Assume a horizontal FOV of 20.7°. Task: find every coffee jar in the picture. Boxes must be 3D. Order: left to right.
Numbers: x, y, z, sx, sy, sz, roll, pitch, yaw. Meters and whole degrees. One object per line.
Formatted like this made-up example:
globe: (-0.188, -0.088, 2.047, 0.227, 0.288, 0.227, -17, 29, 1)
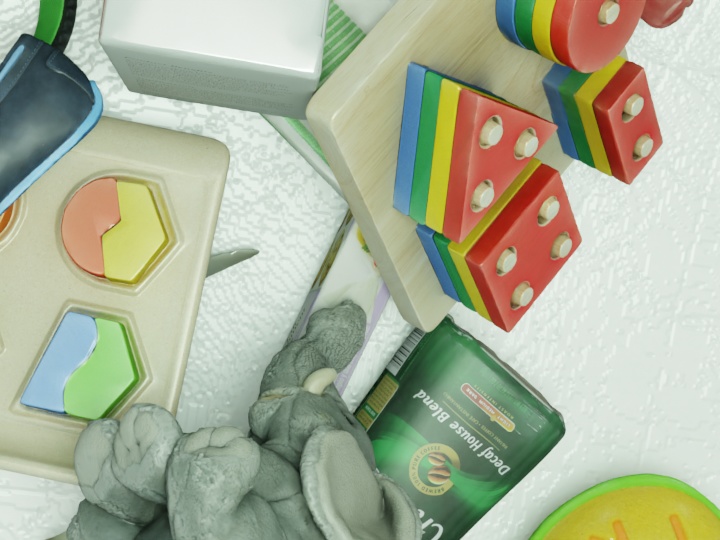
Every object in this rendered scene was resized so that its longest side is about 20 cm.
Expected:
coffee jar: (0.018, 0.129, 1.130, 0.104, 0.085, 0.200, 40, 90, -13)

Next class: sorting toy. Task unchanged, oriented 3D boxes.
sorting toy: (-0.178, 0.006, 1.051, 0.184, 0.036, 0.201, 11, 79, 2)
sorting toy: (0.084, -0.083, 1.040, 0.200, 0.069, 0.199, -49, 146, -16)

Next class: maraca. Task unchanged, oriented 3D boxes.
maraca: (0.139, 0.209, 1.152, 0.137, 0.107, 0.200, 45, 88, -6)

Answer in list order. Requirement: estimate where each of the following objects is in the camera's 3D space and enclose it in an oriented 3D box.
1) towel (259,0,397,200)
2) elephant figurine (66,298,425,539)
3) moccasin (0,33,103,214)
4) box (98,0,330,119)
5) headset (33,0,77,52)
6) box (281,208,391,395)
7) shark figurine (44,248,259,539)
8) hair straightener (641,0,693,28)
towel: (0.028, -0.144, 1.126, 0.153, 0.023, 0.200, 44, 89, -12)
elephant figurine: (-0.037, 0.116, 1.007, 0.199, 0.141, 0.156, -8, 114, -46)
moccasin: (-0.222, -0.040, 1.010, 0.068, 0.080, 0.200, 47, 72, -8)
box: (-0.064, -0.167, 1.002, 0.106, 0.200, 0.153, 9, 88, -2)
headset: (-0.231, -0.182, 1.036, 0.124, 0.094, 0.201, -51, 127, -36)
box: (0.000, 0.000, 1.114, 0.039, 0.041, 0.201, 24, 104, -8)
shark figurine: (-0.111, 0.097, 1.121, 0.089, 0.128, 0.216, 16, 67, -42)
hair straightener: (0.106, -0.217, 1.115, 0.199, 0.077, 0.041, 30, 129, -13)
